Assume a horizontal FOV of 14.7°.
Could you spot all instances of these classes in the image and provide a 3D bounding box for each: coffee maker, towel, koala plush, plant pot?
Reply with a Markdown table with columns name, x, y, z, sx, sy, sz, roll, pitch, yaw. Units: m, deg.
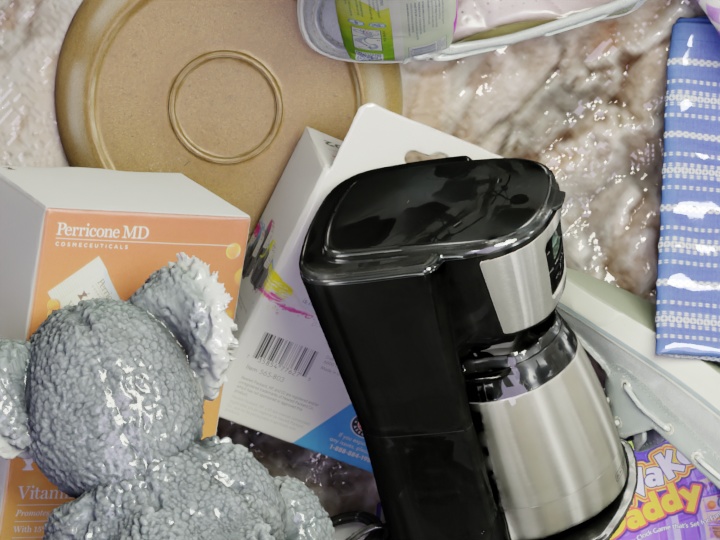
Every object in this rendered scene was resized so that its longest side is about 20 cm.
| name | x | y | z | sx | sy | sz | roll | pitch | yaw |
| --- | --- | --- | --- | --- | --- | --- | --- | --- | --- |
| coffee maker | 0.035 | 0.056 | 1.482 | 0.192 | 0.135 | 0.200 | -20 | 117 | -2 |
| towel | 0.237 | -0.045 | 1.535 | 0.144 | 0.024 | 0.201 | 4 | 72 | 2 |
| koala plush | -0.112 | 0.103 | 1.421 | 0.177 | 0.184 | 0.200 | -18 | 92 | -5 |
| plant pot | -0.076 | -0.094 | 1.580 | 0.199 | 0.027 | 0.201 | 1 | 105 | 2 |

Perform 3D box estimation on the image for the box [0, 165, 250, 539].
| name | x | y | z | sx | sy | sz | roll | pitch | yaw |
| --- | --- | --- | --- | --- | --- | --- | --- | --- | --- |
| box | -0.148 | 0.051 | 1.531 | 0.124 | 0.097 | 0.201 | 2 | 105 | -30 |

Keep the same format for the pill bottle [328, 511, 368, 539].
| name | x | y | z | sx | sy | sz | roll | pitch | yaw |
| --- | --- | --- | --- | --- | --- | --- | --- | --- | --- |
| pill bottle | -0.083 | 0.205 | 1.607 | 0.199 | 0.120 | 0.120 | -14 | 103 | 5 |

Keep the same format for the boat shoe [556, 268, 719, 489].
| name | x | y | z | sx | sy | sz | roll | pitch | yaw |
| --- | --- | --- | --- | --- | --- | --- | --- | --- | --- |
| boat shoe | 0.169 | 0.071 | 1.555 | 0.201 | 0.070 | 0.072 | 37 | 106 | 28 |

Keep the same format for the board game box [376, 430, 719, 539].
| name | x | y | z | sx | sy | sz | roll | pitch | yaw |
| --- | --- | --- | --- | --- | --- | --- | --- | --- | --- |
| board game box | 0.124 | 0.170 | 1.630 | 0.200 | 0.045 | 0.135 | -20 | 102 | 6 |

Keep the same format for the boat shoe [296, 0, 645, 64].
| name | x | y | z | sx | sy | sz | roll | pitch | yaw |
| --- | --- | --- | --- | --- | --- | --- | --- | --- | --- |
| boat shoe | 0.065 | -0.154 | 1.532 | 0.201 | 0.065 | 0.075 | -5 | 97 | -3 |

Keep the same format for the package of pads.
| name | x | y | z | sx | sy | sz | roll | pitch | yaw |
| --- | --- | --- | --- | --- | --- | --- | --- | --- | --- |
| package of pads | 0.015 | -0.224 | 1.445 | 0.068 | 0.155 | 0.201 | -4 | 79 | 2 |

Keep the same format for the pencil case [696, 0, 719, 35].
| name | x | y | z | sx | sy | sz | roll | pitch | yaw |
| --- | --- | --- | --- | --- | --- | --- | --- | --- | --- |
| pencil case | 0.200 | -0.198 | 1.506 | 0.085 | 0.084 | 0.200 | -29 | 96 | 32 |

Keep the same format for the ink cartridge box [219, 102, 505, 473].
| name | x | y | z | sx | sy | sz | roll | pitch | yaw |
| --- | --- | --- | --- | --- | --- | --- | --- | --- | --- |
| ink cartridge box | 0.000 | 0.000 | 1.562 | 0.115 | 0.068 | 0.200 | 21 | 108 | -20 |
